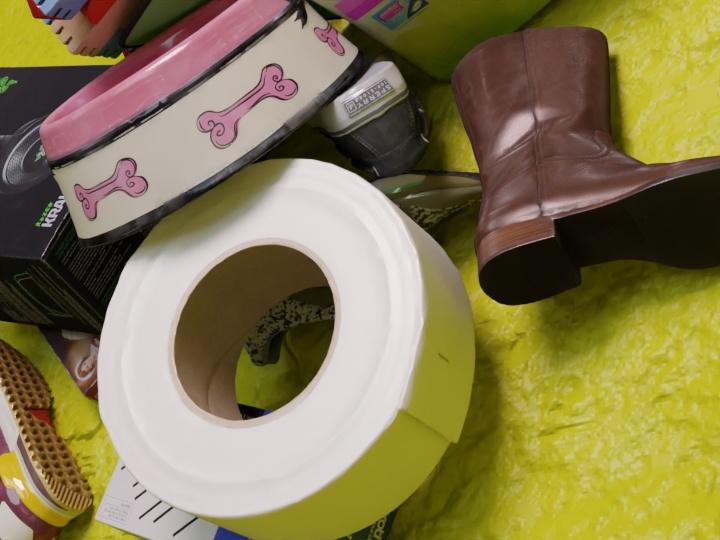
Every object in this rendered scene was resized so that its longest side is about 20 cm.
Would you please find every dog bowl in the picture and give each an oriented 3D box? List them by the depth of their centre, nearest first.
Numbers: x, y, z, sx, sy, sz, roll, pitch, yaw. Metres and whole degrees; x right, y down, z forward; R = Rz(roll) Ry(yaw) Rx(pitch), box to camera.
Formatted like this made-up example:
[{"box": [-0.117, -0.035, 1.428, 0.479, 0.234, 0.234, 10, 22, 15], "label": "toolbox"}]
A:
[{"box": [-0.100, -0.100, 0.913, 0.200, 0.074, 0.200, -31, 16, 10], "label": "dog bowl"}]

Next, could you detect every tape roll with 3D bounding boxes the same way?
[{"box": [-0.041, 0.044, 0.842, 0.202, 0.071, 0.203, -11, 64, 24], "label": "tape roll"}]

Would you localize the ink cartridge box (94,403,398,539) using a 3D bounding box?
[{"box": [-0.066, 0.129, 0.916, 0.200, 0.044, 0.094, 8, 71, 44], "label": "ink cartridge box"}]

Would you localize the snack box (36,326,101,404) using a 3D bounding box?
[{"box": [-0.205, 0.018, 1.131, 0.072, 0.024, 0.200, -49, 41, 2], "label": "snack box"}]

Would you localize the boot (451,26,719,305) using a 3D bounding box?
[{"box": [0.142, -0.081, 0.856, 0.186, 0.064, 0.200, -13, 39, 12], "label": "boot"}]

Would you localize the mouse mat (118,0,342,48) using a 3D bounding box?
[{"box": [-0.042, -0.193, 0.980, 0.161, 0.200, 0.008, -41, 70, 51], "label": "mouse mat"}]

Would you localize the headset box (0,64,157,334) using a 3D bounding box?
[{"box": [-0.222, -0.055, 1.112, 0.200, 0.093, 0.174, 6, 57, 39], "label": "headset box"}]

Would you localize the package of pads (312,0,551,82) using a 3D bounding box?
[{"box": [0.076, -0.211, 0.929, 0.200, 0.154, 0.068, -38, 58, 21], "label": "package of pads"}]

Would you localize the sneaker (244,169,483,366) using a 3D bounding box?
[{"box": [0.000, 0.000, 0.941, 0.200, 0.077, 0.089, -23, 85, 22], "label": "sneaker"}]

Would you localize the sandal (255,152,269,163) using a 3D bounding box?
[{"box": [-0.103, -0.068, 1.050, 0.054, 0.080, 0.200, 3, 59, 23], "label": "sandal"}]

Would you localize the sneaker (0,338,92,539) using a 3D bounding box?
[{"box": [-0.258, 0.119, 1.076, 0.090, 0.075, 0.200, -42, 42, 6], "label": "sneaker"}]

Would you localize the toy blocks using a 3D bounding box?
[{"box": [-0.146, -0.191, 0.974, 0.137, 0.200, 0.100, -45, 75, 20], "label": "toy blocks"}]

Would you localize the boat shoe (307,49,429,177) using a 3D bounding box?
[{"box": [0.005, -0.092, 0.947, 0.069, 0.057, 0.200, -32, 9, 4], "label": "boat shoe"}]
